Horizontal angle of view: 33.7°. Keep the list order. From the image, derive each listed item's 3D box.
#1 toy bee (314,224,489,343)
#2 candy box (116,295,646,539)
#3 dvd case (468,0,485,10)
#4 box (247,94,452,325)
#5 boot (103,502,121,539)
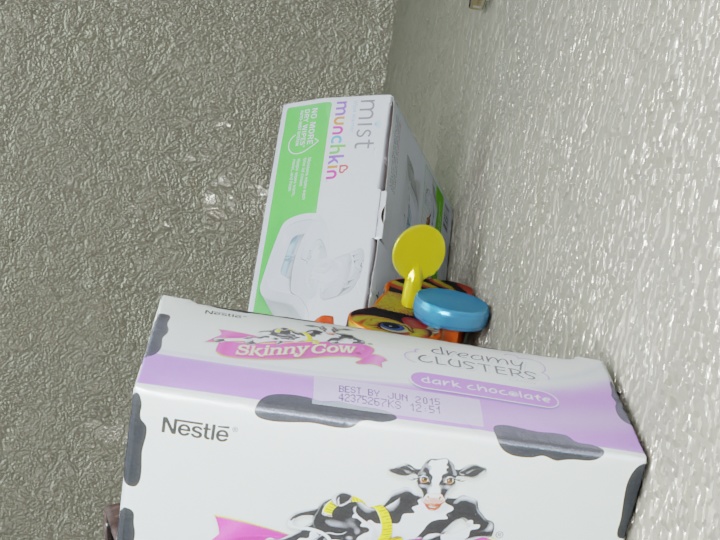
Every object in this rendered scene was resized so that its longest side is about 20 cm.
[{"bbox_3d":[0.025,0.036,0.729,0.200,0.108,0.132,124,157,-84],"label":"toy bee"},{"bbox_3d":[-0.006,0.124,0.433,0.072,0.166,0.202,-92,11,-68],"label":"candy box"},{"bbox_3d":[0.116,-0.316,0.916,0.200,0.016,0.150,107,171,-72],"label":"dvd case"},{"bbox_3d":[0.000,0.000,0.906,0.177,0.096,0.202,52,-139,-58],"label":"box"},{"bbox_3d":[-0.042,0.105,0.583,0.200,0.165,0.073,-145,54,-72],"label":"boot"}]
